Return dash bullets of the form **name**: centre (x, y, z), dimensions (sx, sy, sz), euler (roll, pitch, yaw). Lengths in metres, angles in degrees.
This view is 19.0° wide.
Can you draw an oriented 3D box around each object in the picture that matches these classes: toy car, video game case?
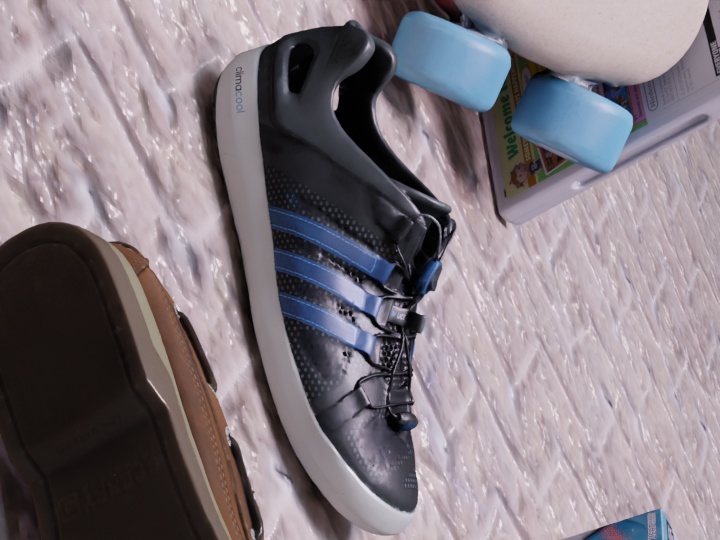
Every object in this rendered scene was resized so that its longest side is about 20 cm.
- **toy car**: centre (0.074, -0.179, 1.169), dimensions (0.176, 0.186, 0.200), euler (22, 3, -35)
- **video game case**: centre (0.142, -0.148, 1.220), dimensions (0.022, 0.181, 0.202), euler (30, 42, -44)

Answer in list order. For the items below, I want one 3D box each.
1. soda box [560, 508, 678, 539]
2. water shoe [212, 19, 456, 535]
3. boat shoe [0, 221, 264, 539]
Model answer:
- **soda box**: centre (0.130, 0.210, 1.019), dimensions (0.069, 0.063, 0.201), euler (59, 21, -30)
- **water shoe**: centre (0.000, 0.000, 0.834), dimensions (0.071, 0.078, 0.202), euler (7, 66, -69)
- **boat shoe**: centre (-0.053, 0.083, 0.613), dimensions (0.068, 0.071, 0.202), euler (27, 47, -62)
